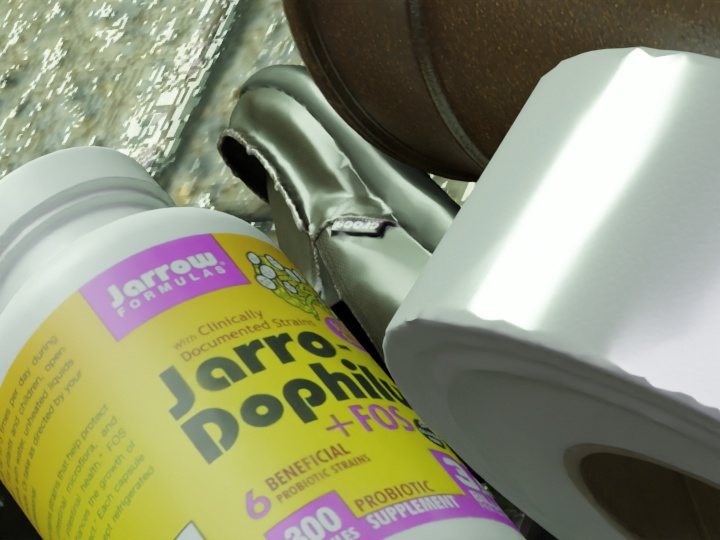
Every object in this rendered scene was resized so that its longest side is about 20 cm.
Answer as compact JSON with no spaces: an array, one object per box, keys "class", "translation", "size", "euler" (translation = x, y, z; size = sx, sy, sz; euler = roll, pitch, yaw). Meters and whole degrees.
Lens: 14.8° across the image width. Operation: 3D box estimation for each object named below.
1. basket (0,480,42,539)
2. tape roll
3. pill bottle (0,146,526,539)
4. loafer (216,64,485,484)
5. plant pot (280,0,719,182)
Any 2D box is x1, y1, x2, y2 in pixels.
[{"class":"basket","translation":[-0.188,0.098,0.905],"size":[0.200,0.136,0.181],"euler":[-20,48,28]},{"class":"tape roll","translation":[0.106,0.039,0.593],"size":[0.202,0.202,0.071],"euler":[15,67,51]},{"class":"pill bottle","translation":[-0.040,0.053,0.769],"size":[0.104,0.104,0.200],"euler":[-45,54,4]},{"class":"loafer","translation":[0.000,0.000,0.844],"size":[0.071,0.073,0.200],"euler":[-46,36,0]},{"class":"plant pot","translation":[0.115,-0.081,0.720],"size":[0.200,0.200,0.198],"euler":[-52,44,-5]}]
